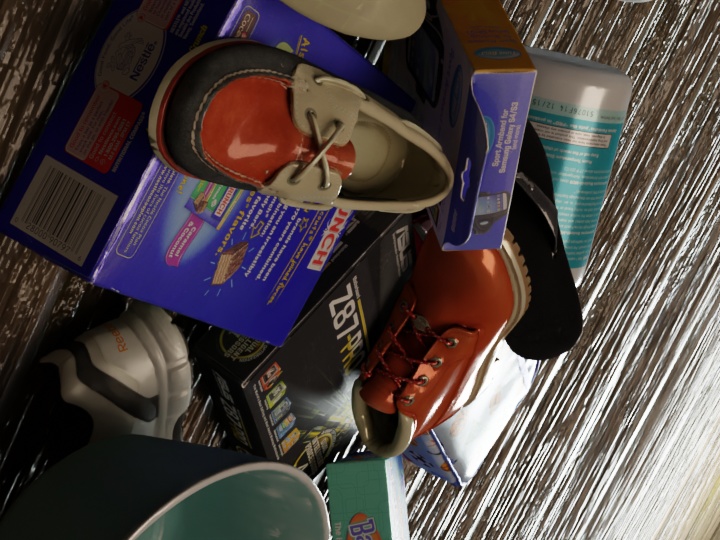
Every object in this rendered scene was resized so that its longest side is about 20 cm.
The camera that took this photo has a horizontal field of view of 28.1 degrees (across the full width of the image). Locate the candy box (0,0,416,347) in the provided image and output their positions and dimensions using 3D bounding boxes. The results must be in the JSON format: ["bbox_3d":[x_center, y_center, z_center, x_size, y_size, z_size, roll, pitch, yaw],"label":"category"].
[{"bbox_3d":[-0.073,-0.060,0.763,0.169,0.077,0.200,-61,152,0],"label":"candy box"}]

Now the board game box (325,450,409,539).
[{"bbox_3d":[0.012,0.212,1.062,0.200,0.045,0.152,40,45,-83],"label":"board game box"}]

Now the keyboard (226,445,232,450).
[{"bbox_3d":[-0.049,0.102,1.038,0.200,0.011,0.056,-47,151,-23],"label":"keyboard"}]

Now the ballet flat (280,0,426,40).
[{"bbox_3d":[-0.036,-0.161,0.635,0.200,0.069,0.070,20,101,-31],"label":"ballet flat"}]

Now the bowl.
[{"bbox_3d":[-0.121,0.167,0.750,0.201,0.105,0.201,-32,135,-38],"label":"bowl"}]

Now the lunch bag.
[{"bbox_3d":[0.084,0.077,1.172,0.160,0.076,0.200,-53,154,-17],"label":"lunch bag"}]

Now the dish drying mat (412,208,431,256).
[{"bbox_3d":[0.000,0.000,1.010,0.200,0.018,0.077,-27,140,-47],"label":"dish drying mat"}]

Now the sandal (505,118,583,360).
[{"bbox_3d":[0.101,-0.033,0.951,0.076,0.200,0.043,-24,-167,7],"label":"sandal"}]

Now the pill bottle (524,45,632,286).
[{"bbox_3d":[0.117,-0.055,1.024,0.111,0.111,0.200,-9,115,-57],"label":"pill bottle"}]

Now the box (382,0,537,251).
[{"bbox_3d":[0.054,-0.104,0.823,0.041,0.200,0.119,-4,131,-13],"label":"box"}]

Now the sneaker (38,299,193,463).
[{"bbox_3d":[-0.144,0.104,0.834,0.080,0.074,0.200,-23,133,-28],"label":"sneaker"}]

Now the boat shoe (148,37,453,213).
[{"bbox_3d":[-0.023,-0.062,0.696,0.200,0.063,0.071,9,108,-60],"label":"boat shoe"}]

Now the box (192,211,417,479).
[{"bbox_3d":[-0.026,0.053,0.953,0.161,0.049,0.200,-48,155,-22],"label":"box"}]

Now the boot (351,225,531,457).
[{"bbox_3d":[0.047,0.044,0.937,0.107,0.075,0.200,-35,150,-33],"label":"boot"}]

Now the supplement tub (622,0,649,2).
[{"bbox_3d":[0.185,-0.286,0.914,0.200,0.132,0.132,-59,153,-3],"label":"supplement tub"}]
